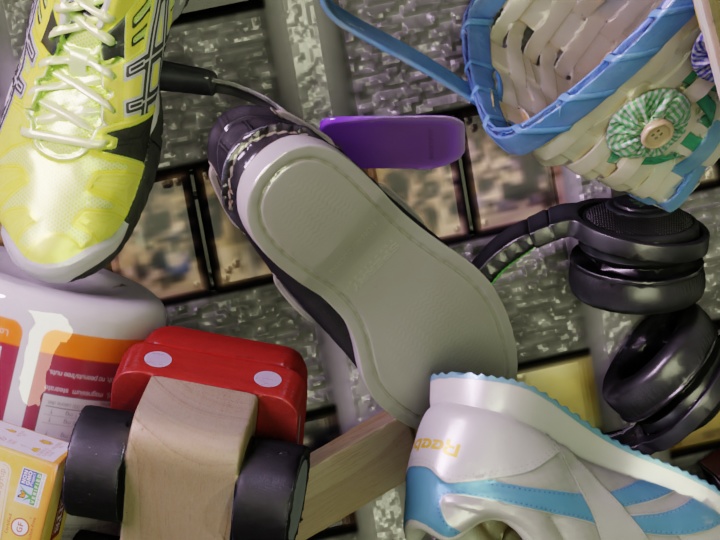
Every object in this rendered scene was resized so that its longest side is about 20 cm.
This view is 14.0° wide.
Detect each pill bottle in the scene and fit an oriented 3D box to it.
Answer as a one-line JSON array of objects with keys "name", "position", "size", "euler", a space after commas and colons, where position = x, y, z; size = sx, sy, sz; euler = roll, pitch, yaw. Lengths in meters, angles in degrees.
[{"name": "pill bottle", "position": [-0.158, 0.097, 1.290], "size": [0.109, 0.110, 0.201], "euler": [12, 99, -13]}]

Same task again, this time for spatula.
[{"name": "spatula", "position": [-0.051, -0.073, 1.294], "size": [0.199, 0.057, 0.021], "euler": [15, 70, 9]}]

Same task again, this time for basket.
[{"name": "basket", "position": [0.103, -0.135, 1.272], "size": [0.200, 0.139, 0.176], "euler": [33, 113, -23]}]

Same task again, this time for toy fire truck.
[{"name": "toy fire truck", "position": [-0.046, 0.096, 1.281], "size": [0.128, 0.200, 0.177], "euler": [9, 123, 6]}]

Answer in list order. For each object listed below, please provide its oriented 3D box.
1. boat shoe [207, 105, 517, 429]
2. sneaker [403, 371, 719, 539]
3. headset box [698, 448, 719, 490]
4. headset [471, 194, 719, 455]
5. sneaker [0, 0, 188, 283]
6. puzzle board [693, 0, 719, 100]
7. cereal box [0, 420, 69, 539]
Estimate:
[{"name": "boat shoe", "position": [0.000, 0.000, 1.292], "size": [0.074, 0.060, 0.200], "euler": [-45, 130, 2]}, {"name": "sneaker", "position": [0.102, 0.118, 1.315], "size": [0.199, 0.076, 0.081], "euler": [27, 72, -25]}, {"name": "headset box", "position": [0.268, 0.119, 1.399], "size": [0.199, 0.075, 0.149], "euler": [-32, 105, -4]}, {"name": "headset", "position": [0.138, 0.016, 1.368], "size": [0.199, 0.094, 0.124], "euler": [-17, 108, 8]}, {"name": "sneaker", "position": [-0.119, -0.095, 1.251], "size": [0.075, 0.076, 0.201], "euler": [8, 77, 13]}, {"name": "puzzle board", "position": [0.193, -0.142, 1.234], "size": [0.200, 0.017, 0.152], "euler": [-33, 114, -44]}, {"name": "cereal box", "position": [-0.228, 0.113, 1.228], "size": [0.199, 0.040, 0.145], "euler": [16, 104, 9]}]
